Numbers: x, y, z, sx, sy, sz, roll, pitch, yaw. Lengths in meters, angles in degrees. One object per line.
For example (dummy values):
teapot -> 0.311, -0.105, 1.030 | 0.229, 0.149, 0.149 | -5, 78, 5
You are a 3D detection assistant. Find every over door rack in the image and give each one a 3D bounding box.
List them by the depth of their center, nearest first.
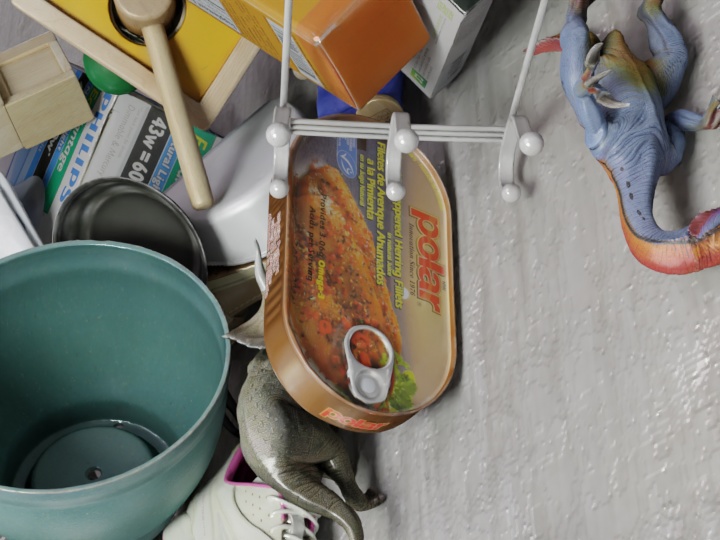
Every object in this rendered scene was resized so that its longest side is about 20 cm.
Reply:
over door rack -> 0.025, -0.106, 0.828 | 0.201, 0.147, 0.067 | 96, 174, -50

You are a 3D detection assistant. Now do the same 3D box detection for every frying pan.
frying pan -> -0.121, 0.013, 1.052 | 0.115, 0.190, 0.031 | -53, -1, 32

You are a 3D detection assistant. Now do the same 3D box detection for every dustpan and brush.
dustpan and brush -> -0.053, -0.042, 1.054 | 0.139, 0.057, 0.200 | -43, 26, -12

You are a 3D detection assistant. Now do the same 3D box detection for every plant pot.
plant pot -> -0.176, 0.099, 1.001 | 0.135, 0.199, 0.201 | 88, 171, -45

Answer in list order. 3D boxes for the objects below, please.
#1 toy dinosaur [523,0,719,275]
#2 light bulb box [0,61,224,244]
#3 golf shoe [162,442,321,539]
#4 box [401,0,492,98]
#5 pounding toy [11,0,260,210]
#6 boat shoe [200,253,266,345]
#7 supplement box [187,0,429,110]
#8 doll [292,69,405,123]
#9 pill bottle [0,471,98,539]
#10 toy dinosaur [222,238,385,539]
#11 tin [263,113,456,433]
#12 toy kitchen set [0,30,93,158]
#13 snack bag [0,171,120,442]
toy dinosaur -> 0.150, -0.075, 0.819 | 0.200, 0.104, 0.183 | 104, 168, -73
light bulb box -> -0.209, -0.046, 1.248 | 0.200, 0.124, 0.199 | 27, 93, 59
golf shoe -> -0.054, 0.169, 0.934 | 0.092, 0.075, 0.200 | -60, 33, 4
box -> -0.008, -0.204, 0.949 | 0.036, 0.200, 0.144 | -45, -5, -13
pounding toy -> -0.128, -0.177, 1.081 | 0.201, 0.184, 0.142 | -57, 8, 3
boat shoe -> -0.109, 0.024, 1.115 | 0.199, 0.065, 0.072 | -24, 25, 25
supplement box -> -0.051, -0.174, 0.949 | 0.067, 0.069, 0.200 | -45, 51, -8
doll -> 0.002, -0.163, 1.082 | 0.136, 0.048, 0.201 | -32, 43, 28
pill bottle -> -0.205, 0.207, 1.090 | 0.114, 0.113, 0.200 | -59, 33, 12
toy dinosaur -> -0.039, 0.091, 0.930 | 0.077, 0.102, 0.201 | -34, 43, 41
tin -> 0.000, 0.000, 0.924 | 0.042, 0.111, 0.201 | 130, 148, -50
toy kitchen set -> -0.298, -0.076, 1.215 | 0.199, 0.181, 0.163 | -25, 39, -8
snack bag -> -0.283, 0.059, 1.103 | 0.188, 0.021, 0.201 | -32, 80, -4
